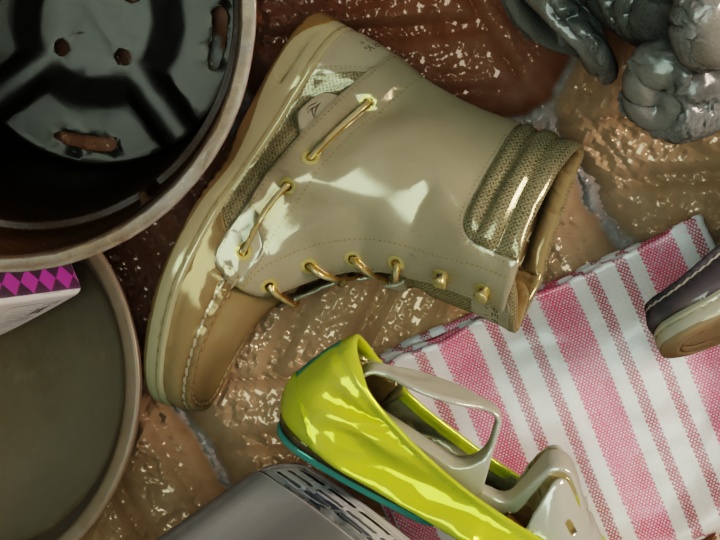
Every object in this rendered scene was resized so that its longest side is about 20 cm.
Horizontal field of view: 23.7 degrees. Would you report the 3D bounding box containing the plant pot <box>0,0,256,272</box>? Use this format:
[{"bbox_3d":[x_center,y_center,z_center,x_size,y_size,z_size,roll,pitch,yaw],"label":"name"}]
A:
[{"bbox_3d":[-0.133,-0.112,0.745,0.199,0.198,0.201,0,98,3],"label":"plant pot"}]

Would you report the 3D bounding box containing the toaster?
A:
[{"bbox_3d":[-0.028,0.173,0.757,0.129,0.200,0.114,-40,123,-17],"label":"toaster"}]

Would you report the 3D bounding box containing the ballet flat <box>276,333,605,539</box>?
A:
[{"bbox_3d":[0.056,0.097,0.767,0.200,0.067,0.067,34,107,-6],"label":"ballet flat"}]

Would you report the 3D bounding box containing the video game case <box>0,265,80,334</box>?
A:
[{"bbox_3d":[-0.242,0.035,0.731,0.181,0.200,0.036,-24,85,19],"label":"video game case"}]

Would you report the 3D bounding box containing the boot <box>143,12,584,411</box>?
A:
[{"bbox_3d":[0.000,0.000,0.796,0.155,0.073,0.200,27,90,15],"label":"boot"}]

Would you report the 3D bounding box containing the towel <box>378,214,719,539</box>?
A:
[{"bbox_3d":[0.101,0.079,0.817,0.199,0.030,0.147,-24,91,8],"label":"towel"}]

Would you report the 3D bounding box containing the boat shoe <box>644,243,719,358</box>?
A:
[{"bbox_3d":[0.206,-0.035,0.778,0.200,0.072,0.065,-35,74,1],"label":"boat shoe"}]

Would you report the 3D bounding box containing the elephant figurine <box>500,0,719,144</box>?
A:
[{"bbox_3d":[0.105,-0.153,0.761,0.200,0.155,0.142,29,60,30],"label":"elephant figurine"}]

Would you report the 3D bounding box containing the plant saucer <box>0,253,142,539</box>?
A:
[{"bbox_3d":[-0.191,0.053,0.834,0.199,0.029,0.201,0,89,21],"label":"plant saucer"}]
